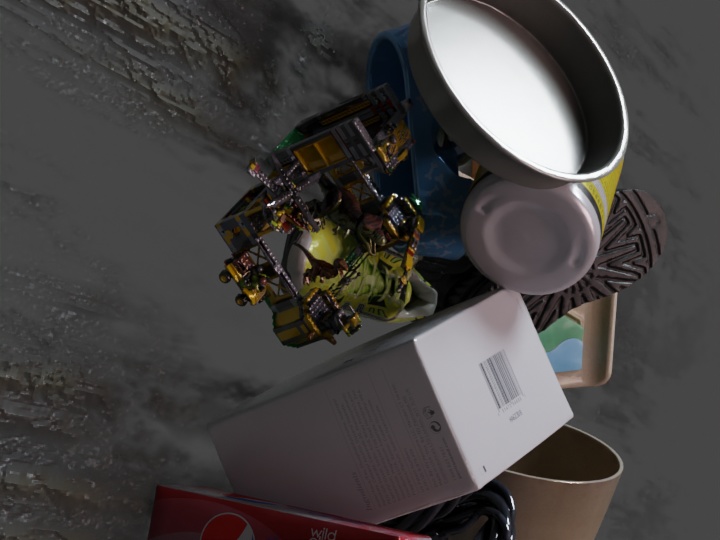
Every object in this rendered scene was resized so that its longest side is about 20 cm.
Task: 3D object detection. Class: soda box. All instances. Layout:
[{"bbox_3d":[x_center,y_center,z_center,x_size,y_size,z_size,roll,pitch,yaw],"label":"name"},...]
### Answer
[{"bbox_3d":[-0.053,0.201,1.386,0.070,0.198,0.064,17,82,-65],"label":"soda box"}]

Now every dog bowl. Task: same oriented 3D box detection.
[{"bbox_3d":[0.046,-0.107,1.593,0.049,0.111,0.202,-5,92,-20],"label":"dog bowl"}]

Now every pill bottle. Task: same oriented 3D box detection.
[{"bbox_3d":[0.152,-0.079,1.555,0.201,0.110,0.112,-64,152,-52],"label":"pill bottle"}]

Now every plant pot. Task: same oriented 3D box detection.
[{"bbox_3d":[0.131,0.252,1.798,0.187,0.186,0.202,-15,119,-63],"label":"plant pot"}]

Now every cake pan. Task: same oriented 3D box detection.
[{"bbox_3d":[0.114,-0.143,1.446,0.199,0.037,0.202,23,47,-27],"label":"cake pan"}]

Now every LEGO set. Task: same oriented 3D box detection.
[{"bbox_3d":[-0.007,-0.045,1.451,0.200,0.115,0.155,-40,105,-46],"label":"LEGO set"}]

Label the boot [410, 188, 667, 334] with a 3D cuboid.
[{"bbox_3d":[0.146,-0.010,1.673,0.210,0.158,0.080,-29,105,-15],"label":"boot"}]

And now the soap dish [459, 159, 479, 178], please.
[{"bbox_3d":[0.161,-0.068,1.896,0.200,0.081,0.159,-14,111,-62],"label":"soap dish"}]

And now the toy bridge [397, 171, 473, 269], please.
[{"bbox_3d":[0.071,-0.086,1.725,0.067,0.027,0.202,25,86,-31],"label":"toy bridge"}]

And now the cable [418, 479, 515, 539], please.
[{"bbox_3d":[0.048,0.243,1.639,0.163,0.199,0.051,-45,108,-40],"label":"cable"}]

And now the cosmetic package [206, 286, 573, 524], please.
[{"bbox_3d":[0.025,0.115,1.497,0.199,0.199,0.124,-24,89,-61],"label":"cosmetic package"}]

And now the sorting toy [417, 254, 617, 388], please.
[{"bbox_3d":[0.149,0.028,1.804,0.036,0.198,0.187,-142,-129,-66],"label":"sorting toy"}]

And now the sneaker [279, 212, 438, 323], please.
[{"bbox_3d":[0.000,0.000,1.579,0.200,0.076,0.076,14,88,-63],"label":"sneaker"}]

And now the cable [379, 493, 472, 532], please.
[{"bbox_3d":[0.056,0.158,1.655,0.051,0.199,0.164,47,59,-18],"label":"cable"}]

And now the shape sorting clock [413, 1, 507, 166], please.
[{"bbox_3d":[0.079,-0.187,1.611,0.200,0.039,0.202,-177,-90,-76],"label":"shape sorting clock"}]
